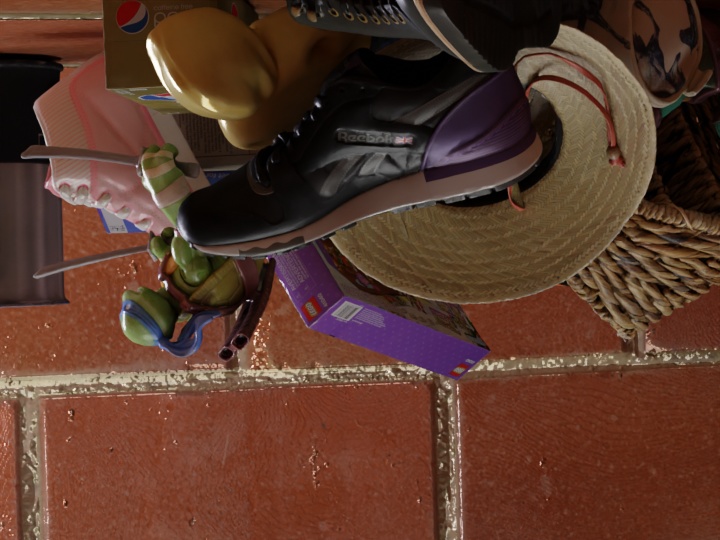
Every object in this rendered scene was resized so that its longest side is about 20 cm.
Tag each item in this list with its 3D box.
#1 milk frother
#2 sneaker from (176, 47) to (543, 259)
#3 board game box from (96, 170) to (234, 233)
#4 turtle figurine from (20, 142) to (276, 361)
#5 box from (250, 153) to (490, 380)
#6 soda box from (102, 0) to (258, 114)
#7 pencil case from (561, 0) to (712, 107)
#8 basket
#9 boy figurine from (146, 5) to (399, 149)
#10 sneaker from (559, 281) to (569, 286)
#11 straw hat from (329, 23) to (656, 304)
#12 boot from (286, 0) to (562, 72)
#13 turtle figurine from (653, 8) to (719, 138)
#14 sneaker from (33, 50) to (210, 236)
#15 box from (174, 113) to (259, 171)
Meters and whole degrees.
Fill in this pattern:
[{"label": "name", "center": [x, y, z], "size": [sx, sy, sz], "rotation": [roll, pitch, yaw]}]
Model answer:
[{"label": "milk frother", "center": [-0.334, -0.064, 1.731], "size": [0.199, 0.189, 0.180], "rotation": [-2, 179, 28]}, {"label": "sneaker", "center": [-0.010, -0.074, 1.205], "size": [0.199, 0.088, 0.076], "rotation": [-17, -155, 7]}, {"label": "board game box", "center": [-0.097, -0.098, 1.754], "size": [0.199, 0.135, 0.045], "rotation": [-1, 146, 9]}, {"label": "turtle figurine", "center": [-0.108, -0.051, 1.484], "size": [0.194, 0.144, 0.200], "rotation": [-34, -136, -22]}, {"label": "box", "center": [0.000, 0.000, 1.632], "size": [0.039, 0.137, 0.200], "rotation": [-42, 148, 18]}, {"label": "soda box", "center": [-0.103, -0.133, 1.361], "size": [0.067, 0.064, 0.200], "rotation": [-3, 180, 5]}, {"label": "pencil case", "center": [0.105, -0.129, 1.346], "size": [0.200, 0.078, 0.089], "rotation": [-2, 145, 36]}, {"label": "basket", "center": [0.187, -0.083, 1.565], "size": [0.149, 0.200, 0.143], "rotation": [-31, 135, 17]}, {"label": "boy figurine", "center": [-0.040, -0.111, 1.249], "size": [0.200, 0.064, 0.124], "rotation": [-14, 150, -48]}, {"label": "sneaker", "center": [0.130, -0.035, 1.660], "size": [0.090, 0.070, 0.200], "rotation": [35, 179, 22]}, {"label": "straw hat", "center": [0.069, -0.083, 1.285], "size": [0.200, 0.202, 0.085], "rotation": [-2, -142, 3]}, {"label": "boot", "center": [0.010, -0.134, 1.097], "size": [0.138, 0.078, 0.200], "rotation": [3, -179, 18]}, {"label": "turtle figurine", "center": [0.211, -0.129, 1.507], "size": [0.200, 0.101, 0.150], "rotation": [-13, -133, -32]}, {"label": "sneaker", "center": [-0.159, -0.053, 1.593], "size": [0.104, 0.201, 0.075], "rotation": [-30, -168, -7]}, {"label": "box", "center": [-0.046, -0.121, 1.647], "size": [0.199, 0.095, 0.078], "rotation": [0, -178, 20]}]
